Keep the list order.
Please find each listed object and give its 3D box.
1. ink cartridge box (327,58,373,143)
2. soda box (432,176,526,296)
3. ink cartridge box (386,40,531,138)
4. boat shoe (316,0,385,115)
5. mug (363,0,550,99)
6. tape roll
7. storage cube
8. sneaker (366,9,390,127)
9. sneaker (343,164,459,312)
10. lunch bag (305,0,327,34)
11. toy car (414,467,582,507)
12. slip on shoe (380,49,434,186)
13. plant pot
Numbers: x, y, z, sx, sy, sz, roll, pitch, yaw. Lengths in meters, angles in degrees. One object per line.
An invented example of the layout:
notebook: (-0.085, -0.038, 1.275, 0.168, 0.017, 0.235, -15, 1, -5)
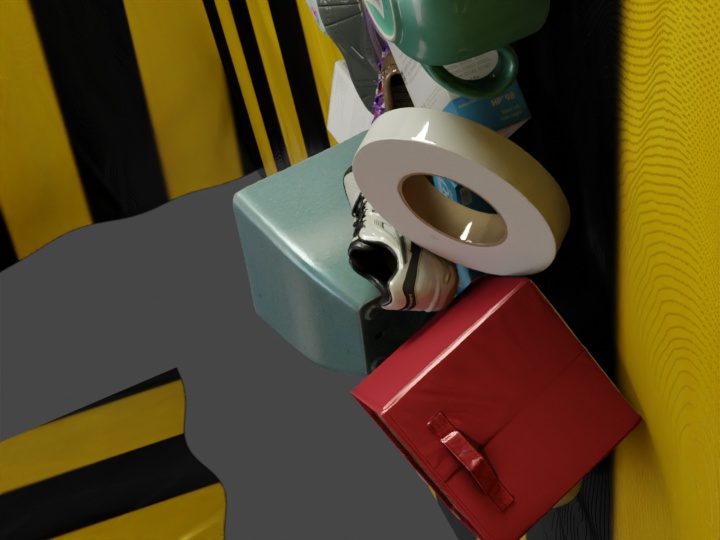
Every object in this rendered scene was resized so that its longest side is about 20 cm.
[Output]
ink cartridge box: (0.032, -0.159, 1.387, 0.200, 0.050, 0.109, 53, 151, 31)
soda box: (0.122, -0.039, 1.163, 0.068, 0.064, 0.201, -121, 13, -46)
ink cartridge box: (0.073, -0.205, 1.027, 0.116, 0.066, 0.202, 142, 106, -80)
boat shoe: (0.011, -0.262, 1.235, 0.074, 0.065, 0.203, 9, 133, 48)
mug: (0.065, -0.220, 0.871, 0.152, 0.113, 0.187, -178, 66, -81)
tape roll: (0.087, -0.066, 1.009, 0.201, 0.037, 0.203, 25, 159, 10)
storage cube: (0.120, 0.126, 1.062, 0.171, 0.180, 0.200, 49, 173, -6)
sneaker: (0.042, -0.186, 1.188, 0.081, 0.083, 0.202, -94, -15, -73)
sneaker: (0.020, -0.041, 1.140, 0.201, 0.087, 0.076, 58, 142, 37)
lunch bag: (-0.037, -0.372, 1.280, 0.201, 0.076, 0.161, 81, 164, -58)
toy car: (0.158, 0.182, 1.289, 0.200, 0.173, 0.152, 105, 176, -78)
slip on shoe: (0.066, -0.129, 1.148, 0.061, 0.075, 0.202, -68, -31, -54)
plant pot: (0.000, 0.000, 1.283, 0.200, 0.195, 0.197, 45, 154, 39)
